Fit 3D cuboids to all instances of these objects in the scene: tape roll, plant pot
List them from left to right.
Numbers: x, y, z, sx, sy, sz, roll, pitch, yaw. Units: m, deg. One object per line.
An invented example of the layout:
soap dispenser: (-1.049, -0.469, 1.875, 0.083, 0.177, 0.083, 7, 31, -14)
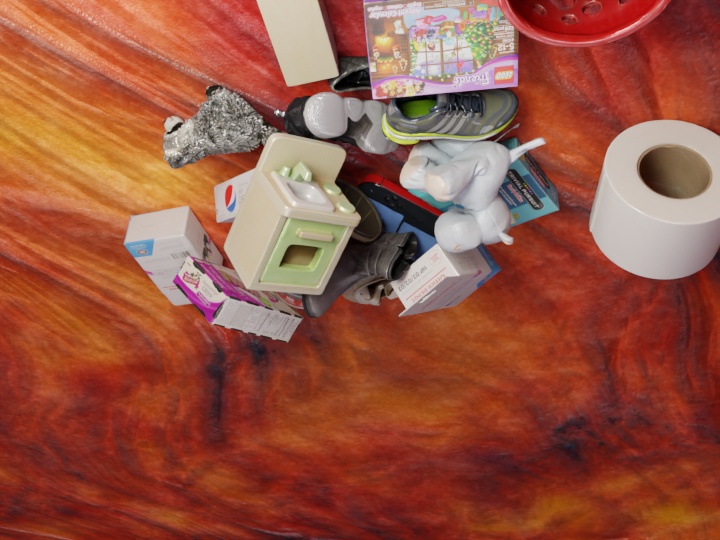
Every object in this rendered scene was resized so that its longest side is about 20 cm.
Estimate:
plant pot: (0.242, -0.377, 0.969, 0.200, 0.183, 0.201, 1, 145, 1)
tape roll: (0.457, -0.107, 1.326, 0.202, 0.203, 0.139, 0, 145, 4)

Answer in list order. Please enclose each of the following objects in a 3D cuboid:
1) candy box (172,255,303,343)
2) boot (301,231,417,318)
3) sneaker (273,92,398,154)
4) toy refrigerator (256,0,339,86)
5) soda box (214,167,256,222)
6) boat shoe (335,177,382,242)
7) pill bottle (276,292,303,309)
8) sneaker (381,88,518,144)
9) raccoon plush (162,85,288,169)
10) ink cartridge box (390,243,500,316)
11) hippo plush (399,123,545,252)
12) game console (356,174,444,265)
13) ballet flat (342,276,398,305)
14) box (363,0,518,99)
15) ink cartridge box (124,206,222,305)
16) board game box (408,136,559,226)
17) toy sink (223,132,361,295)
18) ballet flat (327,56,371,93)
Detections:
candy box: (-0.213, 0.052, 1.557, 0.200, 0.136, 0.061, 22, 105, -52)
boot: (0.000, 0.000, 1.423, 0.131, 0.200, 0.070, 11, 147, 35)
sneaker: (-0.034, -0.221, 1.313, 0.114, 0.076, 0.200, 10, -178, 43)
toy refrigerator: (-0.086, -0.342, 1.146, 0.076, 0.070, 0.200, -11, 144, 7)
soda box: (-0.163, -0.119, 1.392, 0.068, 0.064, 0.200, -4, 177, -31)
boat shoe: (-0.053, -0.113, 1.438, 0.200, 0.072, 0.068, 39, 152, -2)
pill bottle: (-0.093, -0.029, 1.548, 0.115, 0.116, 0.200, 6, 145, -4)
sneaker: (0.129, -0.227, 1.258, 0.199, 0.074, 0.081, -10, 165, 0)
raccoon plush: (-0.194, -0.178, 1.278, 0.200, 0.134, 0.097, 30, 170, 18)
ink cartridge box: (0.133, 0.011, 1.459, 0.115, 0.068, 0.200, -42, 161, 28)
hippo plush: (0.164, -0.119, 1.339, 0.199, 0.159, 0.161, -23, 122, -11)
game console: (0.059, -0.068, 1.490, 0.177, 0.031, 0.200, 32, 149, 3)
ballet flat: (0.039, 0.031, 1.672, 0.200, 0.063, 0.067, -26, 136, 35)
box: (0.108, -0.304, 1.166, 0.199, 0.039, 0.137, -5, 128, 3)
ink cartridge box: (-0.327, -0.022, 1.603, 0.115, 0.068, 0.200, -8, 143, 13)
board game box: (0.202, -0.124, 1.452, 0.200, 0.047, 0.151, -20, 138, 29)
toy sink: (-0.088, -0.074, 1.257, 0.130, 0.112, 0.200, 6, 123, -37)
ballet flat: (0.053, -0.273, 1.241, 0.199, 0.057, 0.067, -3, 142, 8)
